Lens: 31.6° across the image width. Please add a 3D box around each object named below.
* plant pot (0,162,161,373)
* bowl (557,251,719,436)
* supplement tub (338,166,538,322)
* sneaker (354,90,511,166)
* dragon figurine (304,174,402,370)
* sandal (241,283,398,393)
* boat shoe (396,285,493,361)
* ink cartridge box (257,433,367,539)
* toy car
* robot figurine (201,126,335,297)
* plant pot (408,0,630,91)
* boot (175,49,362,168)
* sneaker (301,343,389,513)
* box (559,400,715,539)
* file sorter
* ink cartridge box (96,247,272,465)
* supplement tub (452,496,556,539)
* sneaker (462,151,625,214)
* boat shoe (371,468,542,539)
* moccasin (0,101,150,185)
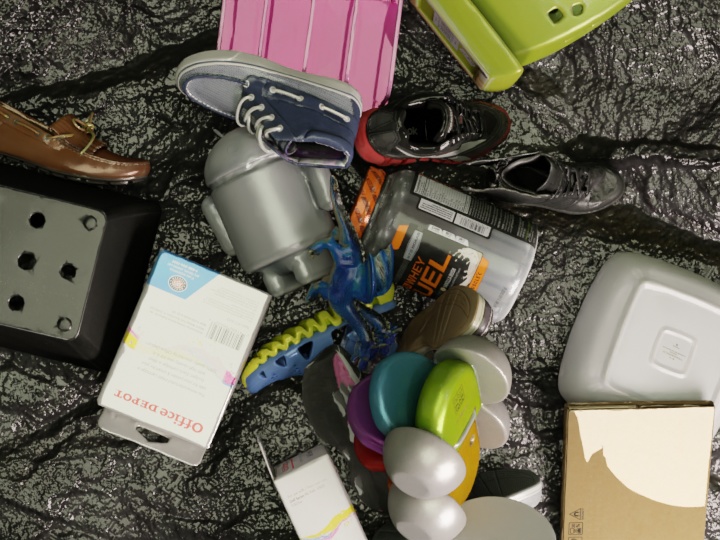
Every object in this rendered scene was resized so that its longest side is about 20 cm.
[{"bbox_3d":[-0.336,-0.007,1.341,0.199,0.177,0.200,14,86,-2],"label":"plant pot"},{"bbox_3d":[0.341,0.091,1.437,0.199,0.075,0.200,22,86,-1],"label":"bowl"},{"bbox_3d":[0.084,-0.033,1.398,0.199,0.123,0.123,22,86,-2],"label":"supplement tub"},{"bbox_3d":[0.094,-0.156,1.394,0.200,0.098,0.071,-7,85,-30],"label":"sneaker"},{"bbox_3d":[0.000,0.000,1.327,0.099,0.059,0.201,15,109,23],"label":"dragon figurine"},{"bbox_3d":[-0.037,0.088,1.410,0.199,0.079,0.087,-28,94,-3],"label":"sandal"},{"bbox_3d":[0.101,0.069,1.364,0.065,0.200,0.072,24,67,-13],"label":"boat shoe"},{"bbox_3d":[-0.043,0.259,1.380,0.067,0.117,0.201,-25,90,-5],"label":"ink cartridge box"},{"bbox_3d":[0.059,0.157,1.272,0.149,0.200,0.175,19,54,20],"label":"toy car"},{"bbox_3d":[-0.100,-0.075,1.391,0.169,0.113,0.201,-22,90,27],"label":"robot figurine"},{"bbox_3d":[0.161,-0.311,1.382,0.181,0.200,0.199,-39,91,3],"label":"plant pot"},{"bbox_3d":[-0.098,-0.164,1.316,0.199,0.073,0.091,9,51,-3],"label":"boot"},{"bbox_3d":[0.005,0.164,1.398,0.080,0.086,0.201,-10,113,32],"label":"sneaker"},{"bbox_3d":[0.305,0.239,1.414,0.163,0.021,0.201,-1,109,-1],"label":"box"},{"bbox_3d":[-0.057,-0.260,1.395,0.199,0.125,0.140,7,88,-4],"label":"file sorter"},{"bbox_3d":[-0.191,0.095,1.372,0.128,0.125,0.201,23,87,-3],"label":"ink cartridge box"},{"bbox_3d":[0.138,0.353,1.338,0.144,0.145,0.201,-4,123,-4],"label":"supplement tub"},{"bbox_3d":[0.206,-0.098,1.418,0.199,0.104,0.060,2,87,-4],"label":"sneaker"},{"bbox_3d":[0.112,0.284,1.417,0.201,0.074,0.065,-26,110,-4],"label":"boat shoe"},{"bbox_3d":[-0.328,-0.144,1.403,0.201,0.074,0.078,18,95,6],"label":"moccasin"}]
